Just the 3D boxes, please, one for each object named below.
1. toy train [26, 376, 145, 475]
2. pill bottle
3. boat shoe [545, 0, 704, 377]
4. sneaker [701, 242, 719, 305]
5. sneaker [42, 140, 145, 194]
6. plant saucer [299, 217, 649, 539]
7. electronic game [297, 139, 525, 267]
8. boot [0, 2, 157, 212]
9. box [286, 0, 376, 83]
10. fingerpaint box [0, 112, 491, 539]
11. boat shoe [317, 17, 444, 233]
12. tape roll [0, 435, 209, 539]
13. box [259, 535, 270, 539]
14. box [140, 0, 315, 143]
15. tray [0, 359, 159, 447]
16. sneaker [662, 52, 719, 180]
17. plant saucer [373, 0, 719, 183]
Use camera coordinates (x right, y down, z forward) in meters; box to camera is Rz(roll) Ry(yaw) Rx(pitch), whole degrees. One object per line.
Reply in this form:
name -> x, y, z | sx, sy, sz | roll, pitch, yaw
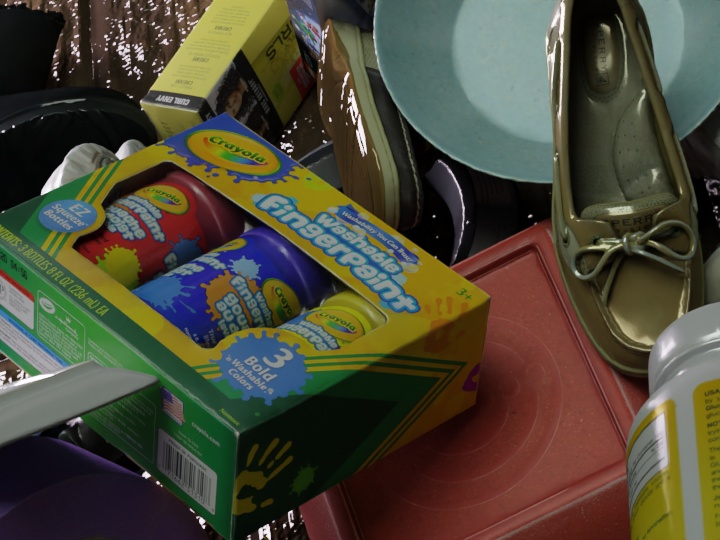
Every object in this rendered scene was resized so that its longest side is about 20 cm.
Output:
toy train -> -0.185, 0.112, 1.373 | 0.200, 0.087, 0.114 | -35, 16, 27
pill bottle -> 0.177, 0.114, 1.173 | 0.112, 0.113, 0.201 | -16, 43, 18
boat shoe -> 0.127, -0.049, 1.280 | 0.073, 0.063, 0.202 | -6, 77, 7
sneaker -> 0.245, 0.025, 1.250 | 0.199, 0.071, 0.094 | -3, 42, 26
sneaker -> -0.151, -0.014, 1.485 | 0.099, 0.078, 0.200 | -44, -4, 8
plant saucer -> 0.054, 0.077, 1.315 | 0.199, 0.037, 0.201 | -27, 53, 6
electronic game -> 0.000, 0.000, 1.450 | 0.199, 0.042, 0.201 | -19, 48, 22
boot -> -0.217, -0.110, 1.678 | 0.197, 0.074, 0.163 | -17, 39, 18
box -> 0.019, -0.187, 1.512 | 0.136, 0.200, 0.038 | -40, 72, -9
fingerpaint box -> -0.065, 0.020, 1.281 | 0.166, 0.074, 0.200 | -26, 48, -35
boat shoe -> 0.018, -0.083, 1.406 | 0.064, 0.074, 0.200 | -2, 32, -8
tape roll -> -0.159, 0.184, 1.243 | 0.065, 0.201, 0.200 | 19, 61, 41
box -> -0.011, 0.218, 1.207 | 0.064, 0.070, 0.200 | -37, 45, -4
box -> -0.054, -0.147, 1.609 | 0.050, 0.075, 0.200 | 11, 54, 36
tray -> -0.190, 0.073, 1.229 | 0.107, 0.022, 0.199 | -20, 3, -41
sneaker -> 0.159, -0.073, 1.412 | 0.099, 0.078, 0.200 | -43, 33, -3
plant saucer -> 0.108, -0.127, 1.375 | 0.200, 0.039, 0.202 | -5, 64, 9
